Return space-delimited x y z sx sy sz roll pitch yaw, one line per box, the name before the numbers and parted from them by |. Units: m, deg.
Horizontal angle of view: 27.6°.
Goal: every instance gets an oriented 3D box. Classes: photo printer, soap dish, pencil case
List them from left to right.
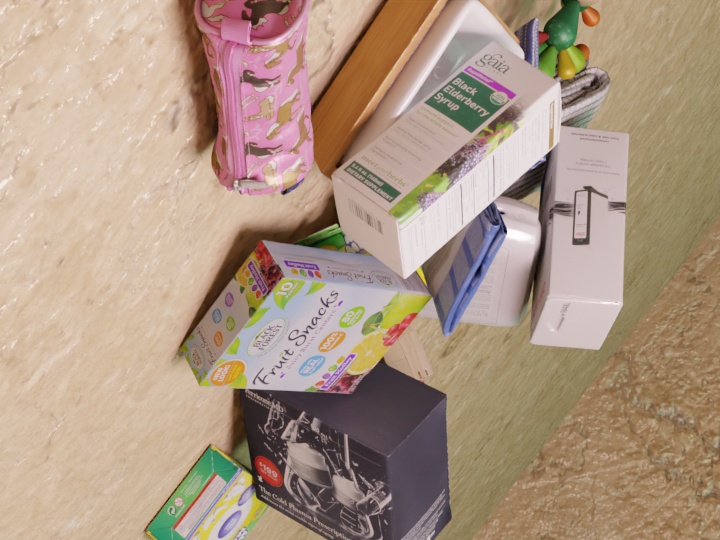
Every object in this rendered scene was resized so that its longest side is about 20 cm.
pencil case | -0.074 -0.136 1.056 0.082 0.087 0.201 -15 150 -11
soap dish | 0.045 -0.153 1.285 0.201 0.081 0.157 -55 151 4
photo printer | 0.111 -0.018 1.599 0.201 0.164 0.070 89 9 -60

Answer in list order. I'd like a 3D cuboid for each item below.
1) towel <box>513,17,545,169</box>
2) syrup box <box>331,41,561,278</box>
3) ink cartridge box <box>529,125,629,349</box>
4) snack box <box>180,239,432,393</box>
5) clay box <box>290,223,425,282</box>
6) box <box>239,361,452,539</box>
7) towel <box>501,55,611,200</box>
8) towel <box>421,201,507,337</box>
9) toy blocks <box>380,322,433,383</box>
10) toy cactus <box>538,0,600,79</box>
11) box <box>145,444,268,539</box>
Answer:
towel | 0.118 -0.130 1.393 0.200 0.024 0.147 -37 -133 57
syrup box | 0.075 -0.095 1.226 0.200 0.078 0.082 -41 149 -21
ink cartridge box | 0.237 -0.032 1.594 0.146 0.083 0.203 93 3 -68
snack box | -0.047 0.047 1.350 0.199 0.053 0.143 8 129 -46
clay box | 0.000 0.000 1.454 0.114 0.048 0.200 -23 162 5
box | -0.015 0.183 1.509 0.104 0.198 0.184 -40 140 -37
towel | 0.178 -0.152 1.646 0.199 0.086 0.166 -29 156 -45
towel | 0.079 -0.060 1.382 0.024 0.201 0.148 4 135 -22
toy blocks | 0.024 0.134 1.595 0.099 0.138 0.200 -16 168 -29
toy cactus | 0.206 -0.266 1.491 0.200 0.102 0.166 -43 163 -51
box | -0.156 0.266 1.614 0.118 0.048 0.200 -52 163 -6
